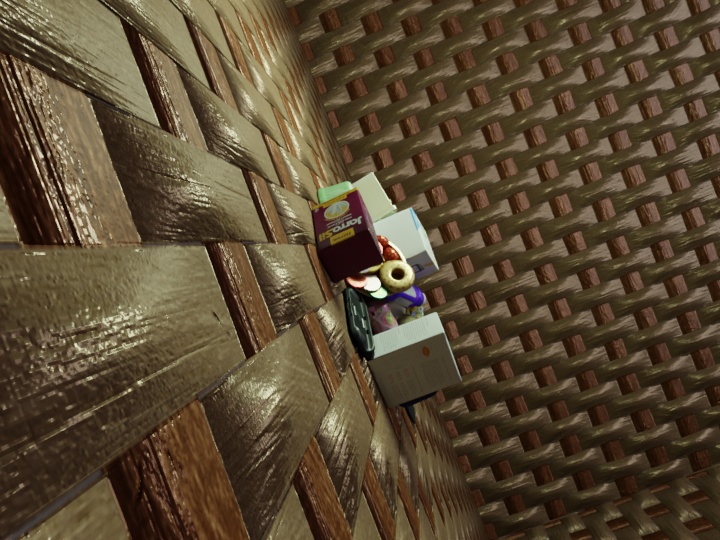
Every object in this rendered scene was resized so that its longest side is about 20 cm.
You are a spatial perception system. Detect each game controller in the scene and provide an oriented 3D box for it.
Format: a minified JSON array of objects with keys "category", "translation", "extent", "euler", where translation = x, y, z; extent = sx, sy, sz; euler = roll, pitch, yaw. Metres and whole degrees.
[{"category":"game controller","translation":[-0.006,0.123,1.231],"extent":[0.105,0.042,0.201],"euler":[49,14,-28]}]

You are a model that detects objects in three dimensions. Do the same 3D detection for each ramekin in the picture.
[{"category":"ramekin","translation":[-0.045,-0.162,1.526],"extent":[0.200,0.097,0.202],"euler":[-21,90,-84]}]

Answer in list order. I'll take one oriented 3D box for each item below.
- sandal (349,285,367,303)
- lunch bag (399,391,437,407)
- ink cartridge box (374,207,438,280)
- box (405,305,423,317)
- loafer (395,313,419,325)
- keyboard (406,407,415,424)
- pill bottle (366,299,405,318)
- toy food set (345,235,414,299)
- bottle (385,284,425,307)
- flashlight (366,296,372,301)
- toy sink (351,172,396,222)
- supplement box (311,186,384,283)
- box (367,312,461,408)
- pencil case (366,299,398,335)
[{"category":"sandal","translation":[0.003,0.049,1.436],"extent":[0.082,0.054,0.202],"euler":[61,10,-54]},{"category":"lunch bag","translation":[0.124,0.256,1.442],"extent":[0.133,0.134,0.202],"euler":[-99,165,-66]},{"category":"ink cartridge box","translation":[0.135,-0.066,1.589],"extent":[0.200,0.144,0.148],"euler":[41,29,-65]},{"category":"box","translation":[0.136,0.165,1.717],"extent":[0.200,0.063,0.071],"euler":[150,-59,-66]},{"category":"loafer","translation":[0.175,0.171,1.522],"extent":[0.199,0.076,0.068],"euler":[27,-40,43]},{"category":"keyboard","translation":[0.138,0.388,1.680],"extent":[0.127,0.020,0.202],"euler":[-84,154,-65]},{"category":"pill bottle","translation":[0.067,0.070,1.667],"extent":[0.116,0.114,0.202],"euler":[62,8,-49]},{"category":"toy food set","translation":[0.040,-0.013,1.421],"extent":[0.049,0.196,0.202],"euler":[117,-45,-58]},{"category":"bottle","translation":[0.131,0.067,1.553],"extent":[0.199,0.065,0.084],"euler":[24,33,-53]},{"category":"flashlight","translation":[0.000,0.000,1.569],"extent":[0.068,0.068,0.201],"euler":[28,28,-38]},{"category":"toy sink","translation":[0.052,-0.201,1.716],"extent":[0.202,0.111,0.130],"euler":[60,1,9]},{"category":"supplement box","translation":[-0.034,-0.087,1.217],"extent":[0.201,0.130,0.104],"euler":[-105,170,-52]},{"category":"box","translation":[0.130,0.223,1.290],"extent":[0.107,0.198,0.154],"euler":[-97,166,-68]},{"category":"pencil case","translation":[0.075,0.179,1.525],"extent":[0.088,0.086,0.202],"euler":[-93,161,-72]}]
